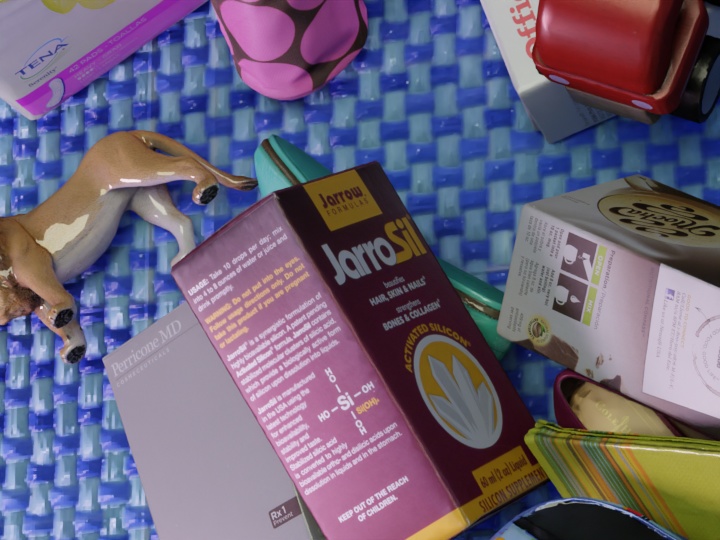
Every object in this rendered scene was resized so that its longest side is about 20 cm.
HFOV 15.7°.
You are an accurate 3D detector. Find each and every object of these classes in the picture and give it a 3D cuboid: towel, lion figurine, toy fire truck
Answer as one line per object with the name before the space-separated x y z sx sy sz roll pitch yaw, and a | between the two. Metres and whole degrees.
towel | 0.177 0.113 1.313 0.200 0.086 0.018 2 47 45
lion figurine | -0.168 -0.028 1.542 0.200 0.072 0.122 -35 56 -10
toy fire truck | 0.158 -0.177 1.314 0.129 0.200 0.176 19 82 20

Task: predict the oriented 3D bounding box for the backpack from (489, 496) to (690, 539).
backpack | 0.137 0.220 1.325 0.200 0.135 0.183 30 85 23

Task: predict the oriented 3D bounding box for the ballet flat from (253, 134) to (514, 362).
ballet flat | 0.000 0.000 1.476 0.200 0.067 0.070 37 103 26

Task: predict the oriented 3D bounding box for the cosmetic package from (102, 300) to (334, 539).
cosmetic package | -0.055 0.113 1.432 0.107 0.090 0.200 -36 66 31

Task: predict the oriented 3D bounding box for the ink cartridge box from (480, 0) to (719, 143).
ink cartridge box | 0.161 -0.182 1.467 0.200 0.083 0.145 -23 70 9

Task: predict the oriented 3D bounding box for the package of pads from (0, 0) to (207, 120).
package of pads | -0.160 -0.186 1.531 0.200 0.155 0.068 -36 64 5

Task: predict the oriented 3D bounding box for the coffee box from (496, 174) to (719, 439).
coffee box | 0.187 0.025 1.350 0.200 0.113 0.080 25 115 35

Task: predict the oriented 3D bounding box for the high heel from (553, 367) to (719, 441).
high heel | 0.181 0.121 1.360 0.200 0.096 0.067 35 94 25

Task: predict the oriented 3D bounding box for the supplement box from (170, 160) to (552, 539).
supplement box | 0.004 0.053 1.385 0.086 0.110 0.200 -35 83 33

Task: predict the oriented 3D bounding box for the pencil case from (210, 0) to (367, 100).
pencil case | -0.046 -0.190 1.477 0.094 0.200 0.091 -41 59 -19
